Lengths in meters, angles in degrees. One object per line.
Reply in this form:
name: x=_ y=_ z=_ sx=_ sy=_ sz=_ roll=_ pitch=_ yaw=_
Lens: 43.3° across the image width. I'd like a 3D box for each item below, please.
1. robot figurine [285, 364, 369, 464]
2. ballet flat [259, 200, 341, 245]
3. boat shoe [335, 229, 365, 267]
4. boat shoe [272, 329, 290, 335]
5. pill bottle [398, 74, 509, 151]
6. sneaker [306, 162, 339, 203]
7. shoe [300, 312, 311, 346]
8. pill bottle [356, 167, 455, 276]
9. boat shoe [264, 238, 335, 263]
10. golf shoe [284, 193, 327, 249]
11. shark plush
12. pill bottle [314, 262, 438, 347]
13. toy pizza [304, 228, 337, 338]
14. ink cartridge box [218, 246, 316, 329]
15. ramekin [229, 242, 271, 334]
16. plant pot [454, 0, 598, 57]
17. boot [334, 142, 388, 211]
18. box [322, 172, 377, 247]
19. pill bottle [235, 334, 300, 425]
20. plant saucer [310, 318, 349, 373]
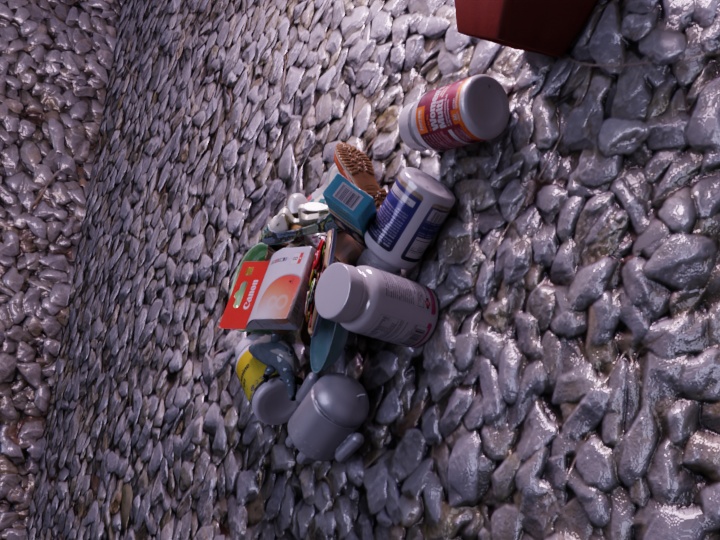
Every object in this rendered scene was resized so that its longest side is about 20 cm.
robot figurine: x=-0.058 y=0.268 z=1.660 sx=0.170 sy=0.112 sz=0.201 roll=48 pitch=118 yaw=25
ballet flat: x=-0.123 y=-0.103 z=1.810 sx=0.198 sy=0.074 sz=0.075 roll=-12 pitch=60 yaw=20
boat shoe: x=0.000 y=0.000 z=1.750 sx=0.070 sy=0.070 sz=0.201 roll=-34 pitch=43 yaw=12
boat shoe: x=-0.140 y=0.078 z=1.812 sx=0.071 sy=0.069 sz=0.201 roll=-17 pitch=27 yaw=11
pill bottle: x=0.159 y=-0.270 z=1.598 sx=0.199 sy=0.109 sz=0.111 roll=-6 pitch=70 yaw=56
sneaker: x=-0.047 y=-0.153 z=1.913 sx=0.200 sy=0.070 sz=0.094 roll=-45 pitch=58 yaw=33
shoe: x=-0.075 y=0.069 z=1.806 sx=0.054 sy=0.069 sz=0.201 roll=-58 pitch=-6 yaw=-48
pill bottle: x=0.075 y=-0.074 z=1.628 sx=0.201 sy=0.110 sz=0.111 roll=-58 pitch=34 yaw=20
boat shoe: x=-0.127 y=-0.024 z=1.824 sx=0.199 sy=0.075 sz=0.073 roll=5 pitch=108 yaw=43
golf shoe: x=-0.093 y=-0.069 z=1.877 sx=0.092 sy=0.072 sz=0.202 roll=-17 pitch=94 yaw=49
shark plush: x=-0.159 y=0.196 z=1.800 sx=0.083 sy=0.091 sz=0.201 roll=-30 pitch=51 yaw=-4
pill bottle: x=0.028 y=0.057 z=1.544 sx=0.113 sy=0.199 sz=0.115 roll=-23 pitch=58 yaw=44
toy pizza: x=-0.077 y=0.021 z=1.636 sx=0.200 sy=0.031 sz=0.203 roll=-168 pitch=90 yaw=-85
ink cartridge box: x=-0.184 y=0.033 z=1.752 sx=0.198 sy=0.050 sz=0.164 roll=-1 pitch=57 yaw=31
ramekin: x=-0.202 y=0.048 z=2.006 sx=0.199 sy=0.097 sz=0.202 roll=-32 pitch=49 yaw=46
plant pot: x=0.264 y=-0.451 z=1.467 sx=0.200 sy=0.198 sz=0.178 roll=34 pitch=114 yaw=57
boot: x=-0.014 y=-0.160 z=1.815 sx=0.107 sy=0.074 sz=0.201 roll=-51 pitch=55 yaw=42
box: x=-0.014 y=-0.107 z=1.658 sx=0.049 sy=0.082 sz=0.200 roll=-52 pitch=-12 yaw=-7
pill bottle: x=-0.197 y=0.222 z=1.899 sx=0.113 sy=0.112 sz=0.200 roll=-61 pitch=33 yaw=16
plant saucer: x=-0.050 y=0.092 z=1.665 sx=0.200 sy=0.036 sz=0.202 roll=-168 pitch=90 yaw=-77
